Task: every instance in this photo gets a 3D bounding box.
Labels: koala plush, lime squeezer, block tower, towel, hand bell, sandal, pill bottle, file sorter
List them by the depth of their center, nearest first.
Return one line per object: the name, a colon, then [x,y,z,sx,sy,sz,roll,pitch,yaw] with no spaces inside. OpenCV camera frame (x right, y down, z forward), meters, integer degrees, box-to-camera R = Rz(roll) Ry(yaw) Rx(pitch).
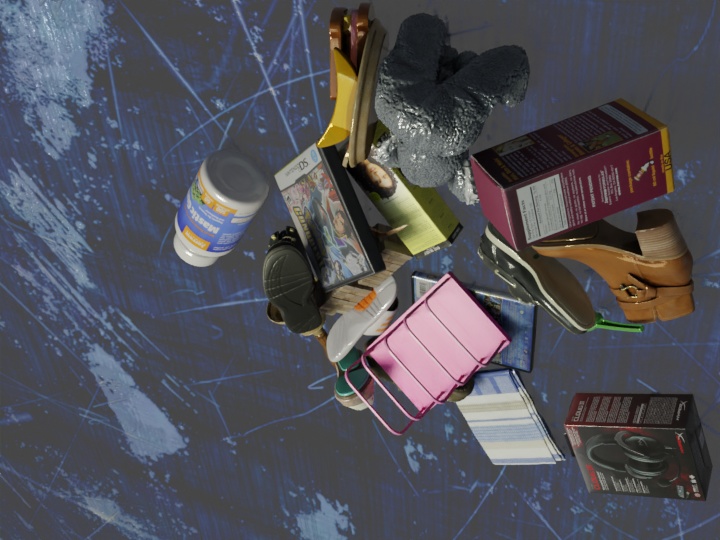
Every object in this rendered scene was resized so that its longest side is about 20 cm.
koala plush: [0.092,-0.178,1.095,0.177,0.184,0.200,25,147,13]
lime squeezer: [0.307,0.051,1.216,0.200,0.038,0.071,33,138,35]
file sorter: [0.094,0.130,1.298,0.139,0.125,0.200,48,120,6]
block tower: [0.000,0.000,1.350,0.054,0.058,0.200,13,145,-32]
pill bottle: [-0.232,-0.092,1.399,0.112,0.112,0.200,39,136,-2]
sandal: [0.013,0.075,1.413,0.059,0.079,0.207,10,136,-32]
towel: [0.238,0.244,1.445,0.147,0.024,0.200,-14,115,42]
hand bell: [-0.065,0.112,1.502,0.104,0.104,0.200,-5,136,35]

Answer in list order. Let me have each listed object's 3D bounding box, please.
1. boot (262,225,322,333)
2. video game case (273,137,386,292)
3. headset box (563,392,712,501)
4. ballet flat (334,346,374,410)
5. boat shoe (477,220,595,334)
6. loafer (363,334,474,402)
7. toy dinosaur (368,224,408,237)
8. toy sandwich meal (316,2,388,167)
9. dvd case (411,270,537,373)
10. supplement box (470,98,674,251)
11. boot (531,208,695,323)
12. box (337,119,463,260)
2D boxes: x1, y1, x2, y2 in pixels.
boot: [-0.115,-0.014,1.339,0.073,0.154,0.204,-16,143,-1]
video game case: [-0.049,-0.075,1.266,0.181,0.025,0.201,-22,91,63]
headset box: [0.409,0.263,1.314,0.199,0.077,0.149,-5,123,33]
ballet flat: [-0.004,0.185,1.415,0.068,0.200,0.067,-20,106,6]
boat shoe: [0.239,0.016,1.194,0.200,0.072,0.068,47,135,22]
loafer: [0.097,0.167,1.439,0.200,0.076,0.068,23,136,28]
toy dinosaur: [-0.015,-0.075,1.277,0.200,0.060,0.106,40,162,26]
toy sandwich meal: [-0.012,-0.231,1.090,0.070,0.206,0.206,11,132,4]
dvd case: [0.174,0.080,1.352,0.199,0.018,0.143,13,132,22]
supplement box: [0.242,-0.113,1.008,0.199,0.110,0.086,-21,120,-3]
boot: [0.336,-0.001,1.153,0.199,0.077,0.156,-9,125,29]
box: [0.056,-0.112,1.242,0.200,0.050,0.075,50,138,-14]
